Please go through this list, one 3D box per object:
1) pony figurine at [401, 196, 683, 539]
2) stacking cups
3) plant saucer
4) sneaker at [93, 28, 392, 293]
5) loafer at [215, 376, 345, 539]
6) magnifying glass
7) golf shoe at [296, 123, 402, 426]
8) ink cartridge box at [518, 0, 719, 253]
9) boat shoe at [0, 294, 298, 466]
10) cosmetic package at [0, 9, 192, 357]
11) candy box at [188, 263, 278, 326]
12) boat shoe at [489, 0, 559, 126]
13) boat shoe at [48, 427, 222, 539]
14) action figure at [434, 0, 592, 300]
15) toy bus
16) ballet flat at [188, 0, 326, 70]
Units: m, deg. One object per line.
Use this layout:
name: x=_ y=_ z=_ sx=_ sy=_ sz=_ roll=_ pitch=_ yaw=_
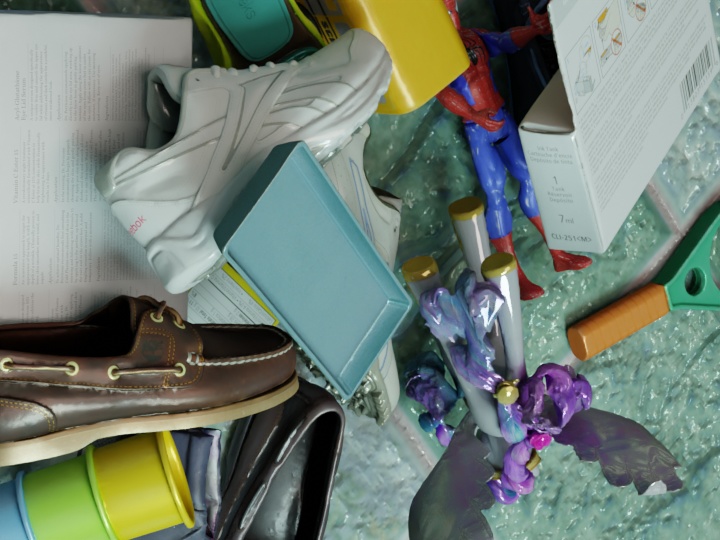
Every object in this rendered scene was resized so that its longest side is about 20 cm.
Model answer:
pony figurine: x=0.087 y=0.079 z=1.176 sx=0.165 sy=0.193 sz=0.201 roll=-19 pitch=112 yaw=-2
stacking cups: x=-0.190 y=0.135 z=1.027 sx=0.199 sy=0.061 sz=0.061 roll=-17 pitch=108 yaw=-3
plant saucer: x=-0.024 y=0.002 z=1.034 sx=0.070 sy=0.019 sz=0.200 roll=-56 pitch=152 yaw=-12
sneaker: x=-0.061 y=-0.083 z=1.034 sx=0.099 sy=0.078 sz=0.200 roll=46 pitch=53 yaw=-3
loafer: x=-0.056 y=0.163 z=1.164 sx=0.072 sy=0.063 sz=0.201 roll=14 pitch=89 yaw=-34
magnifying glass: x=0.223 y=0.010 z=1.351 sx=0.199 sy=0.022 sz=0.080 roll=-26 pitch=110 yaw=-27
golf shoe: x=0.000 y=0.000 z=1.157 sx=0.097 sy=0.078 sz=0.201 roll=-39 pitch=130 yaw=-27
ink cartridge box: x=0.152 y=-0.138 z=1.175 sx=0.200 sy=0.043 sz=0.174 roll=-53 pitch=137 yaw=-39
boat shoe: x=-0.119 y=0.048 z=1.009 sx=0.199 sy=0.070 sz=0.071 roll=-10 pitch=107 yaw=-33
cosmetic package: x=-0.167 y=-0.037 z=1.038 sx=0.150 sy=0.052 sz=0.202 roll=-3 pitch=97 yaw=-36
candy box: x=-0.140 y=0.004 z=1.108 sx=0.200 sy=0.026 sz=0.102 roll=46 pitch=74 yaw=-29
boat shoe: x=0.131 y=-0.159 z=1.237 sx=0.084 sy=0.068 sz=0.201 roll=-24 pitch=110 yaw=-28
boat shoe: x=-0.131 y=0.170 z=1.087 sx=0.092 sy=0.075 sz=0.202 roll=8 pitch=95 yaw=6
action figure: x=0.096 y=-0.084 z=1.203 sx=0.065 sy=0.099 sz=0.201 roll=-31 pitch=102 yaw=-26
toy bus: x=-0.015 y=-0.191 z=1.130 sx=0.065 sy=0.078 sz=0.201 roll=-38 pitch=116 yaw=-23
ballet flat: x=-0.059 y=-0.132 z=1.109 sx=0.067 sy=0.067 sz=0.200 roll=-31 pitch=144 yaw=-6
